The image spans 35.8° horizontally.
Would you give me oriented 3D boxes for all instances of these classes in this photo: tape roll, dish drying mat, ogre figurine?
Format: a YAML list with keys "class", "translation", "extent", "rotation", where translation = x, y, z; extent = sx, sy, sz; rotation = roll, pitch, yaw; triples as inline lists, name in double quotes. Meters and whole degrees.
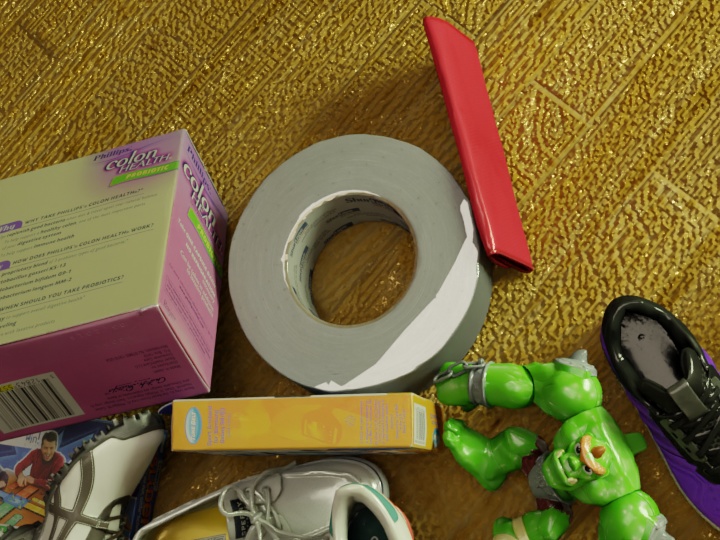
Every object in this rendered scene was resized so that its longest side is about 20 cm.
- class: "tape roll"
  translation: [0.000, 0.000, 0.863]
  extent: [0.197, 0.066, 0.203]
  rotation: [-4, 73, 15]
- class: "dish drying mat"
  translation: [0.090, -0.097, 0.862]
  extent: [0.018, 0.077, 0.203]
  rotation: [-21, 69, 26]
- class: "ogre figurine"
  translation: [0.134, 0.141, 0.775]
  extent: [0.119, 0.098, 0.202]
  rotation: [-31, 52, 24]

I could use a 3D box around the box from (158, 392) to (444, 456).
- class: "box"
  translation: [-0.045, 0.115, 0.813]
  extent: [0.197, 0.119, 0.042]
  rotation: [-5, 78, 14]

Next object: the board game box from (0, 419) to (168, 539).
- class: "board game box"
  translation: [-0.262, 0.182, 0.898]
  extent: [0.197, 0.034, 0.137]
  rotation: [6, 76, 16]

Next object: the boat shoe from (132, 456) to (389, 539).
- class: "boat shoe"
  translation: [-0.079, 0.182, 0.821]
  extent: [0.199, 0.086, 0.076]
  rotation: [-15, 71, 11]

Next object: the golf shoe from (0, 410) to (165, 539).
- class: "golf shoe"
  translation: [-0.198, 0.194, 0.825]
  extent: [0.094, 0.078, 0.200]
  rotation: [44, 99, 17]

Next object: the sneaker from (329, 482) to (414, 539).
- class: "sneaker"
  translation: [0.012, 0.232, 0.718]
  extent: [0.069, 0.094, 0.202]
  rotation: [-16, 57, 7]

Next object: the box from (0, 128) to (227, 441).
- class: "box"
  translation: [-0.204, 0.008, 0.857]
  extent: [0.173, 0.097, 0.202]
  rotation: [-14, 43, 11]

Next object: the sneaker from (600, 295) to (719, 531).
- class: "sneaker"
  translation: [0.224, 0.099, 0.752]
  extent: [0.069, 0.099, 0.201]
  rotation: [-36, 68, 5]
